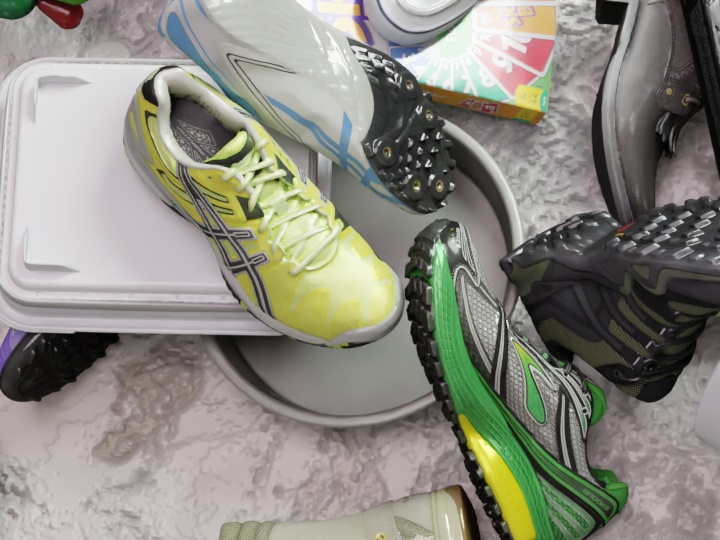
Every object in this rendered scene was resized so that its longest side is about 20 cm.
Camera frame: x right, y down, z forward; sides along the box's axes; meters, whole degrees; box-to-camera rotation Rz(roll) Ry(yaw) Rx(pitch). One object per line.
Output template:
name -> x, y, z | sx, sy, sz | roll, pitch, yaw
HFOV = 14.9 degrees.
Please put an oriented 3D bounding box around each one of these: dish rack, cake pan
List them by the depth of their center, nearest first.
dish rack -> -0.117, -0.050, 1.593 | 0.200, 0.044, 0.172 | 1, 70, 0
cake pan -> 0.000, 0.000, 1.611 | 0.200, 0.037, 0.200 | -5, 70, 12

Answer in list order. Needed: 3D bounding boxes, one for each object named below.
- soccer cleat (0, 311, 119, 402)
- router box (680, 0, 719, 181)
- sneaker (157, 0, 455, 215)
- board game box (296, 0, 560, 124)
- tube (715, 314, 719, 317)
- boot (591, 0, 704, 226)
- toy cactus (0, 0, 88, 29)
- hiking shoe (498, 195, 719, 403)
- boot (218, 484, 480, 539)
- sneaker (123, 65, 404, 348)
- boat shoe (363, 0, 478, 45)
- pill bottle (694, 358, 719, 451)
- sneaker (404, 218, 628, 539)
soccer cleat -> -0.161, -0.011, 1.641 | 0.073, 0.068, 0.200 | 30, 76, 25
router box -> 0.266, -0.095, 1.521 | 0.149, 0.051, 0.200 | -9, 77, -8
sneaker -> -0.028, -0.101, 1.564 | 0.200, 0.072, 0.072 | 39, 58, -19
board game box -> 0.017, -0.153, 1.622 | 0.200, 0.030, 0.096 | 11, 69, -8
tube -> 0.260, 0.008, 1.542 | 0.200, 0.052, 0.058 | 11, 105, 13
boot -> 0.222, -0.116, 1.582 | 0.174, 0.069, 0.200 | 2, 89, -1
toy cactus -> -0.245, -0.195, 1.725 | 0.200, 0.102, 0.165 | 35, 101, 20
hiking shoe -> 0.166, 0.019, 1.499 | 0.076, 0.200, 0.101 | -33, 108, -31
boot -> -0.005, 0.222, 1.515 | 0.154, 0.072, 0.200 | -8, 64, 10
sneaker -> -0.058, -0.033, 1.524 | 0.200, 0.076, 0.075 | 40, 73, 12
boat shoe -> 0.075, -0.216, 1.598 | 0.074, 0.065, 0.200 | 38, 74, -9
pill bottle -> 0.283, 0.101, 1.468 | 0.200, 0.111, 0.111 | 29, 79, 22
sneaker -> 0.083, 0.060, 1.525 | 0.085, 0.078, 0.200 | -25, 103, -4
